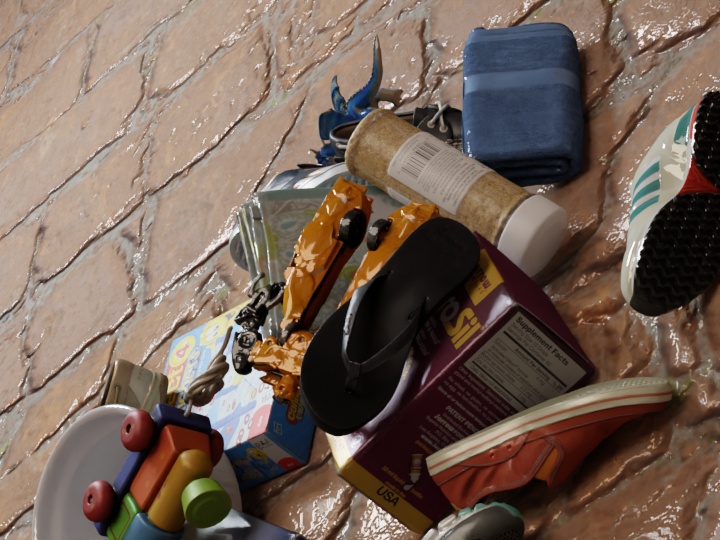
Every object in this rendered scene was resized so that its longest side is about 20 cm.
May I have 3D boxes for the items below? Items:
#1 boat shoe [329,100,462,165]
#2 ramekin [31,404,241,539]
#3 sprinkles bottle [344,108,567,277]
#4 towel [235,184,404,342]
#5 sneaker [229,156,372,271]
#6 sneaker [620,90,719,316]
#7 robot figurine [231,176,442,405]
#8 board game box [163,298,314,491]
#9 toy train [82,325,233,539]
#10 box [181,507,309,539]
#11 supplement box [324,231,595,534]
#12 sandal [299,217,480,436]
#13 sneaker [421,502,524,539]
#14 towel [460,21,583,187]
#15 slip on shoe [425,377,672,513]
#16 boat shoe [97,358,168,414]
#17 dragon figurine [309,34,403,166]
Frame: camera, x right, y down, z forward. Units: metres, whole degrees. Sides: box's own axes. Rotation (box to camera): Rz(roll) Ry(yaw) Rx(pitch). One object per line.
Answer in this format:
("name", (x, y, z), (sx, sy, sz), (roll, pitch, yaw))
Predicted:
("boat shoe", (0.062, -0.130, 1.701), (0.200, 0.060, 0.074), (-9, 30, 30))
("ramekin", (-0.198, 0.226, 1.599), (0.200, 0.098, 0.201), (-13, 71, 41))
("sprinkles bottle", (0.081, -0.069, 1.532), (0.200, 0.068, 0.068), (32, 83, 26))
("towel", (0.000, 0.000, 1.545), (0.048, 0.200, 0.171), (101, 162, -49))
("sneaker", (-0.031, -0.068, 1.667), (0.200, 0.079, 0.079), (-19, 28, 13))
("sneaker", (0.244, -0.043, 1.390), (0.093, 0.070, 0.200), (-34, 30, 63))
("robot figurine", (-0.016, 0.026, 1.431), (0.145, 0.058, 0.200), (18, 69, 28))
("board game box", (-0.120, 0.123, 1.714), (0.196, 0.056, 0.200), (-28, 36, 36))
("toy train", (-0.133, 0.153, 1.385), (0.200, 0.085, 0.116), (-60, 36, 16))
("box", (-0.109, 0.304, 1.418), (0.198, 0.123, 0.200), (6, 60, 59))
("supplement box", (0.070, 0.090, 1.428), (0.200, 0.103, 0.131), (-44, 27, 11))
("sandal", (0.018, 0.035, 1.359), (0.200, 0.076, 0.043), (-55, -11, -19))
("sneaker", (0.062, 0.262, 1.292), (0.200, 0.078, 0.091), (-52, 44, 5))
("towel", (0.148, -0.153, 1.628), (0.111, 0.049, 0.200), (-4, 43, 8))
("slip on shoe", (0.145, 0.130, 1.326), (0.200, 0.061, 0.074), (-26, -5, 21))
("boat shoe", (-0.261, 0.179, 1.750), (0.200, 0.064, 0.071), (-62, 18, 8))
("dragon figurine", (-0.010, -0.159, 1.801), (0.099, 0.200, 0.059), (11, 61, 16))
